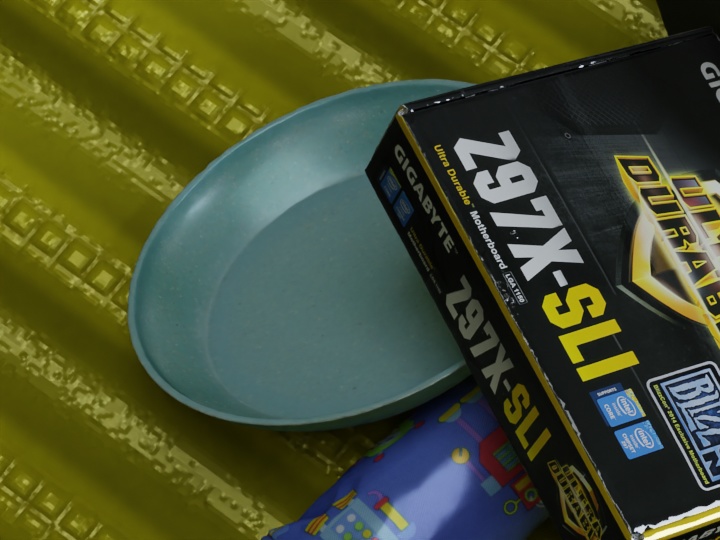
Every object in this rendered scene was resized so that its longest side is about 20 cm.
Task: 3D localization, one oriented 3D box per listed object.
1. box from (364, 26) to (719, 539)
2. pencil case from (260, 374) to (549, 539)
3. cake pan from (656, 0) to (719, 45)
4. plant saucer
[{"bbox_3d":[0.115,0.010,1.106,0.159,0.049,0.200,-16,66,-27],"label":"box"},{"bbox_3d":[0.051,0.079,1.173,0.200,0.087,0.078,-42,99,-15],"label":"pencil case"},{"bbox_3d":[0.174,-0.082,1.178,0.037,0.200,0.200,-26,70,-5],"label":"cake pan"},{"bbox_3d":[0.000,0.000,1.192,0.200,0.036,0.200,-14,42,13],"label":"plant saucer"}]
